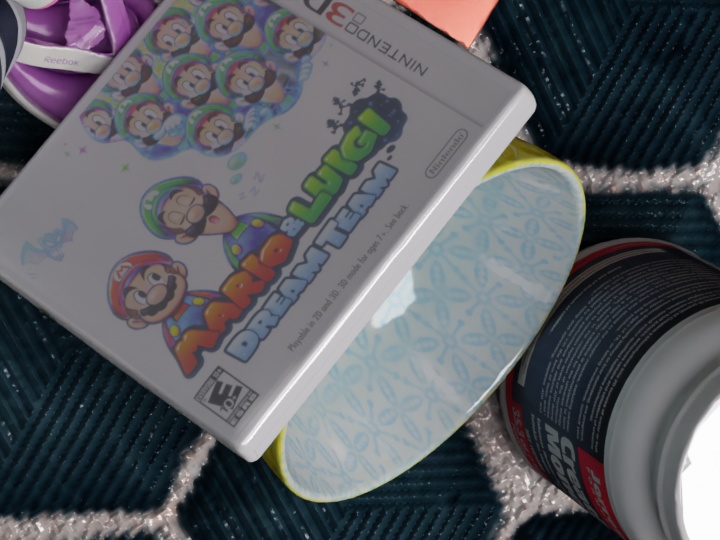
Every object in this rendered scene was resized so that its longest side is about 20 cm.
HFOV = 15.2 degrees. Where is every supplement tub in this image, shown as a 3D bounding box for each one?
[{"bbox_3d":[0.164,0.071,1.316,0.140,0.200,0.141,-5,106,-19],"label":"supplement tub"}]

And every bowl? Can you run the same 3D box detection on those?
[{"bbox_3d":[0.000,0.000,1.273,0.200,0.108,0.200,-37,151,-25],"label":"bowl"}]

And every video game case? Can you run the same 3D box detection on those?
[{"bbox_3d":[-0.051,-0.041,1.186,0.200,0.182,0.024,-51,150,-8],"label":"video game case"}]

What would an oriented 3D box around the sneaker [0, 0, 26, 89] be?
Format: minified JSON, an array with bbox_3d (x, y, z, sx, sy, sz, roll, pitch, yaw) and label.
[{"bbox_3d":[-0.217,-0.038,1.176,0.070,0.109,0.200,33,103,-11],"label":"sneaker"}]

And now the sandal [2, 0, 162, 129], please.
[{"bbox_3d":[-0.147,-0.126,1.228,0.082,0.050,0.203,-44,116,-3],"label":"sandal"}]

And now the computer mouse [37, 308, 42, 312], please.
[{"bbox_3d":[-0.074,-0.053,1.261,0.200,0.044,0.110,-56,145,0],"label":"computer mouse"}]

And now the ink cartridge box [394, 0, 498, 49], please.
[{"bbox_3d":[0.008,-0.193,1.269,0.200,0.050,0.109,30,92,-24],"label":"ink cartridge box"}]

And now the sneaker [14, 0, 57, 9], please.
[{"bbox_3d":[-0.161,-0.205,1.116,0.088,0.081,0.200,-5,110,-31],"label":"sneaker"}]
